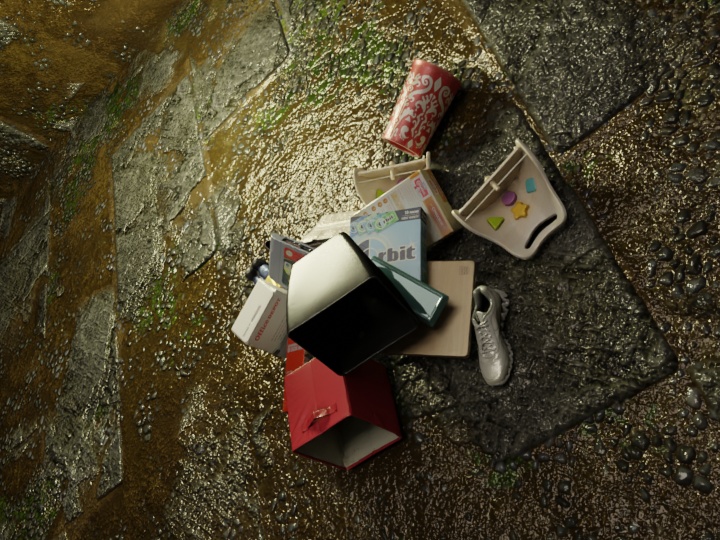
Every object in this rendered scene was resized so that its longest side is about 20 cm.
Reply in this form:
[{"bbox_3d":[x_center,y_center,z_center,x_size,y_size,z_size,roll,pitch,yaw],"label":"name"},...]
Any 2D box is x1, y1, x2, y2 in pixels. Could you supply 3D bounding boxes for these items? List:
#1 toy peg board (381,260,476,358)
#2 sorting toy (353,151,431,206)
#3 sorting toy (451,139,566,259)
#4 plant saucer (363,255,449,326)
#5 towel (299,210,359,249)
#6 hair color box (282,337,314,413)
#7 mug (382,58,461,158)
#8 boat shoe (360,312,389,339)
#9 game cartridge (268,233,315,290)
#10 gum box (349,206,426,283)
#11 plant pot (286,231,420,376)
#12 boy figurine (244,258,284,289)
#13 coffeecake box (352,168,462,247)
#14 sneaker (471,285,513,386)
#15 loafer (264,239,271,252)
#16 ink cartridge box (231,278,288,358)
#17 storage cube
[{"bbox_3d":[0.154,0.091,1.446,0.196,0.098,0.204,-1,71,25],"label":"toy peg board"},{"bbox_3d":[0.094,-0.164,1.609,0.197,0.106,0.184,-8,79,26],"label":"sorting toy"},{"bbox_3d":[0.322,-0.123,1.377,0.200,0.106,0.181,-48,56,17],"label":"sorting toy"},{"bbox_3d":[0.083,0.038,1.384,0.198,0.019,0.071,29,87,29],"label":"plant saucer"},{"bbox_3d":[-0.054,-0.106,1.688,0.198,0.035,0.133,-5,34,41],"label":"towel"},{"bbox_3d":[-0.120,0.240,1.593,0.063,0.110,0.203,-17,60,33],"label":"hair color box"},{"bbox_3d":[0.148,-0.388,1.667,0.132,0.177,0.203,27,94,9],"label":"mug"},{"bbox_3d":[-0.006,0.114,1.444,0.198,0.070,0.065,0,73,42],"label":"boat shoe"},{"bbox_3d":[-0.149,-0.001,1.707,0.198,0.041,0.135,22,125,25],"label":"game cartridge"},{"bbox_3d":[0.058,-0.026,1.454,0.167,0.044,0.204,-7,69,23],"label":"gum box"},{"bbox_3d":[-0.030,0.051,1.323,0.198,0.200,0.179,-33,46,12],"label":"plant pot"},{"bbox_3d":[-0.246,0.051,1.830,0.125,0.064,0.200,-51,42,7],"label":"boy figurine"},{"bbox_3d":[0.105,-0.111,1.535,0.199,0.073,0.155,-31,85,27],"label":"coffeecake box"},{"bbox_3d":[0.252,0.126,1.335,0.074,0.081,0.203,-17,61,33],"label":"sneaker"},{"bbox_3d":[-0.183,-0.042,1.814,0.198,0.063,0.073,16,79,43],"label":"loafer"},{"bbox_3d":[-0.193,0.126,1.648,0.084,0.199,0.148,30,90,45],"label":"ink cartridge box"},{"bbox_3d":[-0.040,0.289,1.441,0.170,0.199,0.182,-36,44,24],"label":"storage cube"}]
